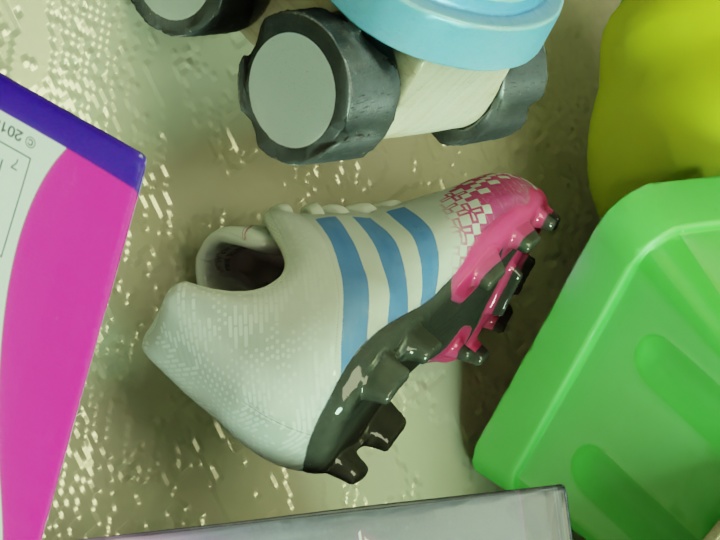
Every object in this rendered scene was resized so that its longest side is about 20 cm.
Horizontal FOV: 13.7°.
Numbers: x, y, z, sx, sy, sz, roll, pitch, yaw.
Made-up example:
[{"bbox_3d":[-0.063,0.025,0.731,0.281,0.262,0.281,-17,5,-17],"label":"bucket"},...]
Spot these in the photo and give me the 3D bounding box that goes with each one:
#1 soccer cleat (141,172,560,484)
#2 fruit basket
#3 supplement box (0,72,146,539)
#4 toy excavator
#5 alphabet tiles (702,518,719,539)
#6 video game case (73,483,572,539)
[{"bbox_3d":[0.000,0.000,0.961,0.070,0.086,0.200,-65,168,25],"label":"soccer cleat"},{"bbox_3d":[0.133,-0.002,1.061,0.216,0.156,0.216,17,36,-13],"label":"fruit basket"},{"bbox_3d":[-0.140,0.049,0.709,0.101,0.103,0.200,30,60,-31],"label":"supplement box"},{"bbox_3d":[0.004,-0.160,0.928,0.100,0.200,0.194,-8,46,-48],"label":"toy excavator"},{"bbox_3d":[0.172,0.106,1.027,0.166,0.006,0.200,-52,142,11],"label":"alphabet tiles"},{"bbox_3d":[-0.029,0.143,0.858,0.200,0.019,0.143,-6,86,-13],"label":"video game case"}]
